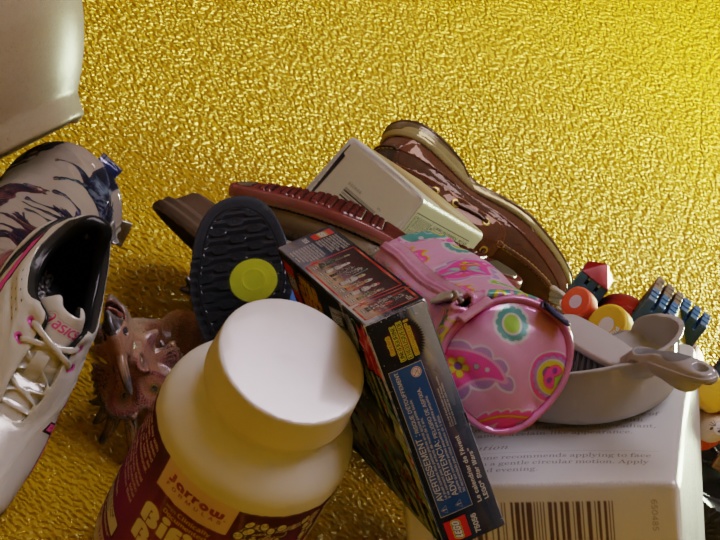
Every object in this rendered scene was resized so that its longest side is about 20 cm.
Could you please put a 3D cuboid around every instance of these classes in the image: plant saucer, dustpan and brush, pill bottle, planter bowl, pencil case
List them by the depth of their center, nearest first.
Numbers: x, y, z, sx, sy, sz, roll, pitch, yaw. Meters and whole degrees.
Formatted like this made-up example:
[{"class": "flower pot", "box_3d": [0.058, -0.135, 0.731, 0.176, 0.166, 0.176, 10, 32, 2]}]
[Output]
[{"class": "pill bottle", "box_3d": [-0.070, 0.107, 1.425, 0.112, 0.200, 0.113, 13, 48, -15]}, {"class": "pencil case", "box_3d": [0.058, 0.031, 1.511, 0.087, 0.088, 0.200, 28, 3, -18]}, {"class": "dustpan and brush", "box_3d": [0.153, 0.056, 1.523, 0.139, 0.058, 0.200, -17, 22, -23]}, {"class": "pencil case", "box_3d": [-0.206, -0.014, 1.634, 0.089, 0.078, 0.200, 21, 25, 0]}, {"class": "planter bowl", "box_3d": [-0.260, -0.133, 1.671, 0.135, 0.200, 0.200, 64, 25, -5]}, {"class": "plant saucer", "box_3d": [-0.057, 0.014, 1.731, 0.200, 0.029, 0.200, 41, -6, 5]}]

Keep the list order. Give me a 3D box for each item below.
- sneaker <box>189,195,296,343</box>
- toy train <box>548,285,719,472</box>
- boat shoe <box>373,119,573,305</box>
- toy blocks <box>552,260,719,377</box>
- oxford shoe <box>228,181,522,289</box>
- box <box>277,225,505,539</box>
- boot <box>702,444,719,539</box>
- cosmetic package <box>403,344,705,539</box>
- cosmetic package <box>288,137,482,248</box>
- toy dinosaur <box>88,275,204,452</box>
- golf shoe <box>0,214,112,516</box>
[{"class": "sneaker", "box_3d": [-0.059, 0.054, 1.576, 0.079, 0.066, 0.201, 79, -4, -67]}, {"class": "toy train", "box_3d": [0.202, 0.084, 1.716, 0.200, 0.056, 0.150, 32, -5, -2]}, {"class": "boat shoe", "box_3d": [0.083, -0.032, 2.079, 0.200, 0.072, 0.068, 41, 57, -9]}, {"class": "toy blocks", "box_3d": [0.210, 0.069, 1.966, 0.200, 0.137, 0.100, 37, 24, 2]}, {"class": "oxford shoe", "box_3d": [0.000, 0.000, 1.669, 0.199, 0.075, 0.070, 23, 11, 7]}, {"class": "box", "box_3d": [0.014, 0.061, 1.453, 0.200, 0.040, 0.137, -141, -150, -71]}, {"class": "boot", "box_3d": [0.195, 0.115, 1.804, 0.164, 0.066, 0.200, 22, 29, -31]}, {"class": "cosmetic package", "box_3d": [0.125, 0.159, 1.587, 0.164, 0.166, 0.200, -2, 22, 12]}, {"class": "cosmetic package", "box_3d": [0.011, -0.021, 1.834, 0.071, 0.105, 0.200, 42, 3, 15]}, {"class": "toy dinosaur", "box_3d": [-0.101, 0.076, 1.612, 0.200, 0.086, 0.136, 30, 25, -25]}, {"class": "golf shoe", "box_3d": [-0.195, 0.052, 1.455, 0.072, 0.092, 0.201, 29, 55, -20]}]
